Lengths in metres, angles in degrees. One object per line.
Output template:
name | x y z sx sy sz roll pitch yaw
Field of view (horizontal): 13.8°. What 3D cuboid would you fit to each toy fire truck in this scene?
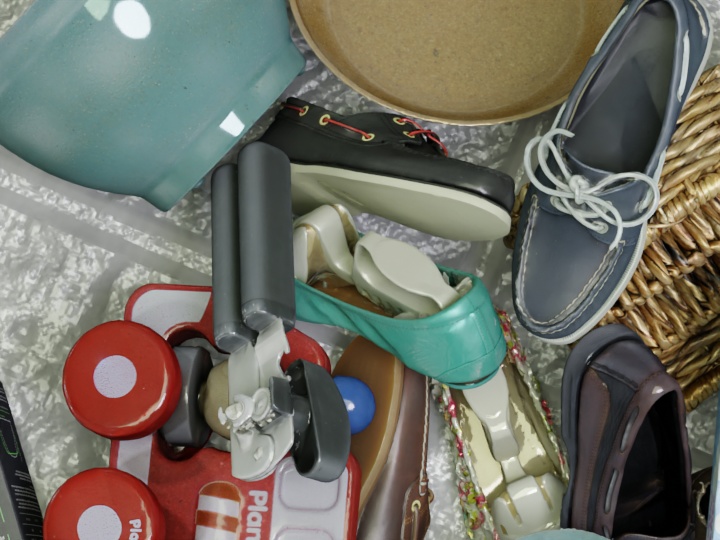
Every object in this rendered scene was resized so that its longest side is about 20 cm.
toy fire truck | -0.077 0.110 1.645 0.167 0.112 0.201 4 77 10

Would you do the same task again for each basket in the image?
basket | 0.194 -0.020 1.642 0.199 0.143 0.150 -31 81 0

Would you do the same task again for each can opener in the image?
can opener | -0.049 0.026 1.611 0.053 0.066 0.201 -35 51 40

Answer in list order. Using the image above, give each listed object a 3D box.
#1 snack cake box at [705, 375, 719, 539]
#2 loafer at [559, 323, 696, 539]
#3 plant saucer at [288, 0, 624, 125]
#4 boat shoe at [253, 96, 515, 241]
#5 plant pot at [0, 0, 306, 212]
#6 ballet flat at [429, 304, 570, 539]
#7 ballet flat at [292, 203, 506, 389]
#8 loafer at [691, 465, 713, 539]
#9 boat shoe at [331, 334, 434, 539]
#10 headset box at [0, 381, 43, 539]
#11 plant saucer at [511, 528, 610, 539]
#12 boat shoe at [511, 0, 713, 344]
snack cake box | 0.245 0.101 1.589 0.114 0.067 0.202 4 95 4
loafer | 0.150 0.125 1.611 0.072 0.201 0.063 -27 38 -25
plant saucer | 0.055 -0.159 1.695 0.199 0.036 0.201 2 60 -4
boat shoe | 0.014 -0.059 1.650 0.201 0.074 0.063 12 71 49
plant pot | -0.116 -0.119 1.658 0.134 0.200 0.200 44 88 -6
ballet flat | 0.082 0.106 1.674 0.075 0.064 0.201 -24 83 0
ballet flat | 0.000 0.000 1.650 0.199 0.071 0.067 24 47 37
loafer | 0.268 0.116 1.657 0.199 0.071 0.073 -24 82 1
boat shoe | 0.006 0.136 1.679 0.070 0.070 0.201 16 87 -35
headset box | -0.262 0.178 1.673 0.173 0.093 0.201 -17 83 2
plant saucer | 0.104 0.239 1.567 0.200 0.039 0.202 -7 103 -32
boat shoe | 0.128 -0.055 1.552 0.075 0.062 0.201 29 100 15
